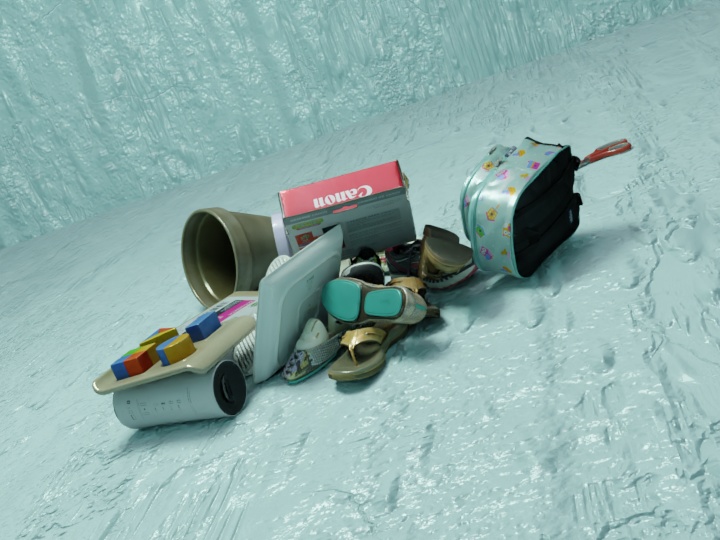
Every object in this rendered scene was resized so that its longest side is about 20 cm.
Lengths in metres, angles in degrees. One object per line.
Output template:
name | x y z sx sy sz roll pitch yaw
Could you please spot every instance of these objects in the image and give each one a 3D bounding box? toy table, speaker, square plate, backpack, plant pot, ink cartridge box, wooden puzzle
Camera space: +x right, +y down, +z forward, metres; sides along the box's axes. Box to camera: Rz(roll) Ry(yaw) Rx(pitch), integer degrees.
toy table | -0.082 -0.033 1.770 0.116 0.185 0.200 -13 -26 1
speaker | -0.266 0.183 1.474 0.198 0.082 0.081 -12 18 30
square plate | -0.089 0.055 1.521 0.028 0.200 0.200 27 40 23
backpack | 0.236 -0.090 1.526 0.152 0.177 0.200 12 43 28
plant pot | -0.230 -0.033 1.978 0.173 0.202 0.199 -12 7 -41
ink cartridge box | -0.021 -0.095 1.585 0.198 0.085 0.176 -15 -27 1
ink cartridge box | -0.222 0.108 1.670 0.199 0.076 0.164 -33 19 -37
wooden puzzle | -0.278 0.114 1.493 0.198 0.047 0.185 -12 15 26

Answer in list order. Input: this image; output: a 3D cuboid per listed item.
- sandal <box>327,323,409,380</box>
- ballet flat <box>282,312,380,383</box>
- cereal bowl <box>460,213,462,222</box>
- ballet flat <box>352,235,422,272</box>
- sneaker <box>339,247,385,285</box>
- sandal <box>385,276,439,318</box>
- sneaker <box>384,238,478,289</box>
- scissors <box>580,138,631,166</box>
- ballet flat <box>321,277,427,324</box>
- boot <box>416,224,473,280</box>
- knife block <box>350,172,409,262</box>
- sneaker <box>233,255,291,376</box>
sandal | 0.008 0.101 1.436 0.080 0.054 0.200 -9 19 31
ballet flat | -0.046 0.093 1.510 0.199 0.073 0.072 -31 19 -29
cereal bowl | 0.270 -0.135 1.813 0.198 0.084 0.200 -21 16 6
ballet flat | 0.064 -0.032 1.777 0.198 0.064 0.076 -10 20 32
sneaker | 0.000 0.000 1.584 0.071 0.084 0.200 5 -14 -4
sandal | 0.075 0.032 1.535 0.081 0.055 0.200 4 12 -3
sneaker | 0.114 -0.015 1.637 0.199 0.075 0.080 -4 23 44
scissors | 0.443 -0.216 1.980 0.198 0.014 0.073 -23 19 -3
ballet flat | 0.021 0.050 1.442 0.067 0.069 0.199 12 -2 -37
boot | 0.120 -0.013 1.502 0.073 0.076 0.200 18 10 -4
knife block | -0.008 -0.092 1.873 0.174 0.202 0.064 10 19 1
sneaker | -0.130 0.083 1.591 0.078 0.079 0.202 8 70 44
